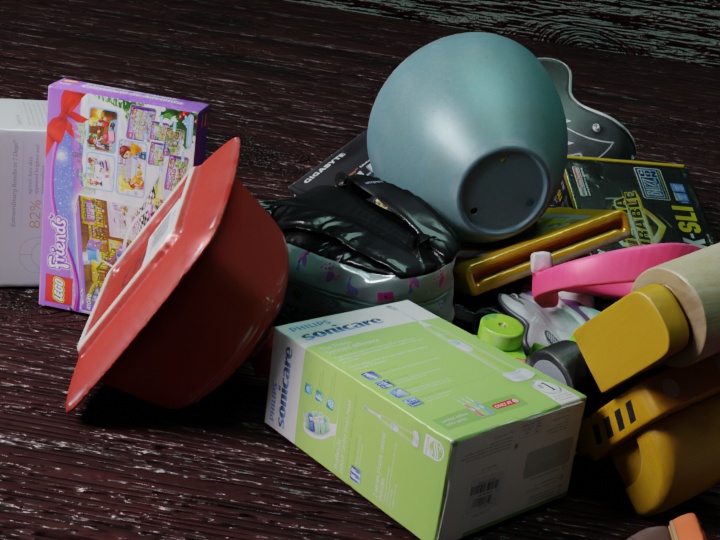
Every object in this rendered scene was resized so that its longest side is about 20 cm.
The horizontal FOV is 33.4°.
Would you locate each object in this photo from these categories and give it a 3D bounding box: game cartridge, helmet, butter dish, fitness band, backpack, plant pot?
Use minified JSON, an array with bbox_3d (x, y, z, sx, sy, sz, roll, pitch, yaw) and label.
[{"bbox_3d":[0.149,-0.025,1.201,0.174,0.033,0.200,-20,11,-14],"label":"game cartridge"},{"bbox_3d":[0.224,-0.135,1.445,0.197,0.202,0.193,-2,49,-24],"label":"helmet"},{"bbox_3d":[-0.119,0.029,0.951,0.147,0.200,0.201,36,22,-16],"label":"butter dish"},{"bbox_3d":[0.215,0.004,1.006,0.141,0.038,0.200,-4,-7,12],"label":"fitness band"},{"bbox_3d":[0.000,0.000,1.097,0.198,0.129,0.166,24,37,36],"label":"backpack"},{"bbox_3d":[0.115,-0.105,1.136,0.196,0.203,0.135,2,30,-15],"label":"plant pot"}]

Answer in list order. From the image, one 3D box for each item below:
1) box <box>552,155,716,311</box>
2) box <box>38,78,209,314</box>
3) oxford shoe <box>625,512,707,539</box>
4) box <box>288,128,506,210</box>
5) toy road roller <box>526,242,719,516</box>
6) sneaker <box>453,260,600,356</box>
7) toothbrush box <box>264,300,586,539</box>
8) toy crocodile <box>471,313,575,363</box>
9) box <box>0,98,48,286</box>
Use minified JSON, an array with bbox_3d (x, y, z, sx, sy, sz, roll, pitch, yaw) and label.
[{"bbox_3d":[0.300,-0.033,1.289,0.157,0.050,0.202,5,49,-14],"label":"box"},{"bbox_3d":[-0.209,-0.056,1.053,0.134,0.204,0.039,11,20,6],"label":"box"},{"bbox_3d":[0.183,0.224,0.692,0.071,0.072,0.201,-18,20,12],"label":"oxford shoe"},{"bbox_3d":[0.048,-0.109,1.371,0.199,0.050,0.198,-36,37,-21],"label":"box"},{"bbox_3d":[0.229,0.086,0.873,0.121,0.200,0.148,-17,72,-31],"label":"toy road roller"},{"bbox_3d":[0.146,0.038,1.121,0.137,0.079,0.200,3,21,-15],"label":"sneaker"},{"bbox_3d":[0.044,0.104,0.895,0.144,0.088,0.199,-10,28,-41],"label":"toothbrush box"},{"bbox_3d":[0.149,0.086,0.999,0.196,0.069,0.062,11,24,-6],"label":"toy crocodile"},{"bbox_3d":[-0.331,-0.075,1.126,0.196,0.155,0.106,1,22,-21],"label":"box"}]
